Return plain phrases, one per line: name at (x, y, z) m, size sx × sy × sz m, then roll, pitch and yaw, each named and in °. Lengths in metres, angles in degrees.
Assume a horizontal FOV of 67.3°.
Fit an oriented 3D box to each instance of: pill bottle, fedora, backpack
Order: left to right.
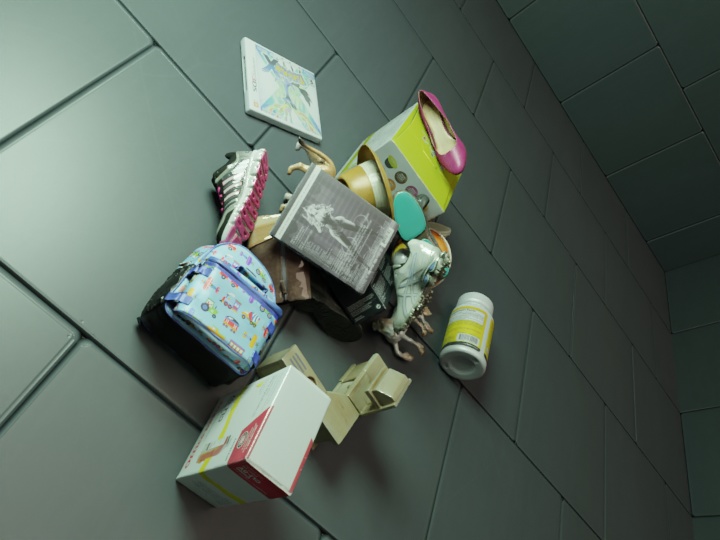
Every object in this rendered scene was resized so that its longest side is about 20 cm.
backpack at (-0.207, 0.047, 0.838) m, size 0.183 × 0.133 × 0.202 m, roll 47°, pitch 44°, yaw -20°
fedora at (0.001, -0.145, 1.067) m, size 0.080 × 0.201 × 0.204 m, roll -17°, pitch 82°, yaw -12°
pill bottle at (0.267, 0.157, 1.334) m, size 0.114 × 0.113 × 0.202 m, roll 47°, pitch 43°, yaw -20°

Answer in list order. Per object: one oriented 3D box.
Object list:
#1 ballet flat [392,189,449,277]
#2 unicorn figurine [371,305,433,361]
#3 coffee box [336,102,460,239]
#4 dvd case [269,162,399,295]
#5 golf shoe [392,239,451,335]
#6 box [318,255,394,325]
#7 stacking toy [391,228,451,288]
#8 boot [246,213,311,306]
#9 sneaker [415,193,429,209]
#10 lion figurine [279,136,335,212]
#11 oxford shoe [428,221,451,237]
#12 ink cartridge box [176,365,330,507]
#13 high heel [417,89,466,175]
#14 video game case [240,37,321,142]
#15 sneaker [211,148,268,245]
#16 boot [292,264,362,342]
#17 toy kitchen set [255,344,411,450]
ballet flat at (0.112, -0.068, 1.090) m, size 0.203 × 0.067 × 0.068 m, roll 62°, pitch -2°, yaw -12°
unicorn figurine at (0.090, 0.127, 1.194) m, size 0.137 × 0.074 × 0.201 m, roll 44°, pitch 29°, yaw -11°
coffee box at (0.093, -0.225, 1.267) m, size 0.201 × 0.196 × 0.201 m, roll 50°, pitch 42°, yaw -17°
dvd case at (-0.043, -0.073, 0.966) m, size 0.198 × 0.016 × 0.151 m, roll 33°, pitch 77°, yaw -15°
golf shoe at (0.098, 0.030, 1.070) m, size 0.096 × 0.202 × 0.078 m, roll 34°, pitch 27°, yaw 18°
box at (0.000, 0.000, 1.093) m, size 0.143 × 0.078 × 0.200 m, roll 60°, pitch 18°, yaw -10°
stacking toy at (0.118, -0.027, 1.192) m, size 0.149 × 0.144 × 0.200 m, roll 69°, pitch 17°, yaw 5°
boot at (-0.104, -0.028, 0.985) m, size 0.196 × 0.072 × 0.170 m, roll -12°, pitch 77°, yaw -5°
sneaker at (0.049, -0.131, 1.176) m, size 0.116 × 0.199 × 0.075 m, roll 50°, pitch 36°, yaw -4°
lion figurine at (-0.088, -0.156, 1.065) m, size 0.120 × 0.202 × 0.073 m, roll 16°, pitch 40°, yaw -3°
oxford shoe at (0.181, -0.084, 1.410) m, size 0.199 × 0.074 × 0.059 m, roll -33°, pitch 137°, yaw -58°
ink cartridge box at (-0.152, 0.236, 0.756) m, size 0.083 × 0.199 × 0.146 m, roll 42°, pitch 44°, yaw -19°
high heel at (0.170, -0.301, 1.182) m, size 0.096 × 0.067 × 0.203 m, roll 30°, pitch 34°, yaw -50°
video game case at (-0.172, -0.394, 1.194) m, size 0.198 × 0.022 × 0.186 m, roll 12°, pitch 62°, yaw -45°
sneaker at (-0.226, -0.130, 0.956) m, size 0.074 × 0.086 × 0.204 m, roll 77°, pitch 23°, yaw -66°
boot at (-0.059, 0.041, 1.070) m, size 0.200 × 0.067 × 0.132 m, roll 42°, pitch 39°, yaw -28°
toy kitchen set at (-0.031, 0.170, 0.952) m, size 0.182 × 0.162 × 0.200 m, roll 57°, pitch 40°, yaw -9°
